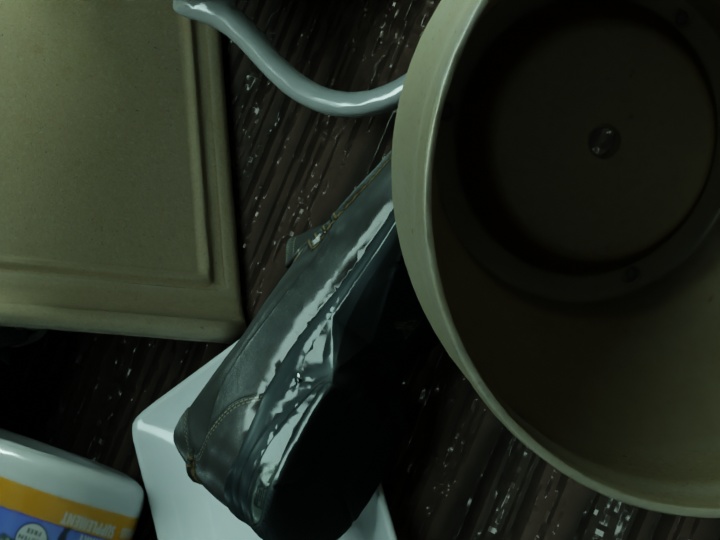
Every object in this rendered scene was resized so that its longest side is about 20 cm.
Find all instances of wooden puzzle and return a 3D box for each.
[{"bbox_3d":[-0.142,-0.060,1.049,0.037,0.185,0.200,129,140,-52],"label":"wooden puzzle"}]

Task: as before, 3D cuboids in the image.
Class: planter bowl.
[{"bbox_3d":[0.095,-0.036,0.826,0.200,0.200,0.135,-65,19,2],"label":"planter bowl"}]

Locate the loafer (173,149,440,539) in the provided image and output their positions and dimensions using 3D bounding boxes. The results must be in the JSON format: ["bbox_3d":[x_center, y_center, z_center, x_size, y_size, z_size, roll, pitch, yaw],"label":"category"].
[{"bbox_3d":[0.000,0.000,0.947,0.072,0.073,0.200,28,81,38],"label":"loafer"}]

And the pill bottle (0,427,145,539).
[{"bbox_3d":[-0.167,0.161,1.026,0.112,0.112,0.200,16,86,44],"label":"pill bottle"}]

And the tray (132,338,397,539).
[{"bbox_3d":[-0.024,0.115,0.976,0.107,0.022,0.200,-35,54,27],"label":"tray"}]

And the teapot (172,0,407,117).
[{"bbox_3d":[-0.022,-0.193,0.999,0.146,0.200,0.198,0,52,14],"label":"teapot"}]

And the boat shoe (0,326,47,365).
[{"bbox_3d":[-0.167,0.024,1.128,0.062,0.073,0.200,26,84,1],"label":"boat shoe"}]
